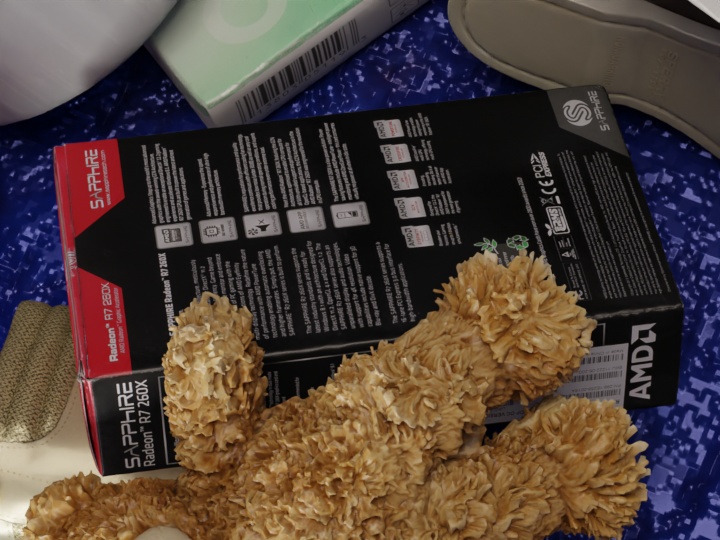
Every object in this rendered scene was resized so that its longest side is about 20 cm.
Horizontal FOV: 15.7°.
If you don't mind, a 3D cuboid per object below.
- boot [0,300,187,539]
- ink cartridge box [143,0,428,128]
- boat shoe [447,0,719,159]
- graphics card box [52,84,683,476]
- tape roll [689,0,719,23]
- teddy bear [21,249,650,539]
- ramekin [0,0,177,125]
[{"bbox_3d":[-0.063,0.106,0.891,0.155,0.073,0.201,5,68,3],"label":"boot"},{"bbox_3d":[-0.047,-0.171,0.999,0.161,0.050,0.200,-36,74,-7],"label":"ink cartridge box"},{"bbox_3d":[0.132,-0.079,0.938,0.199,0.072,0.060,22,57,3],"label":"boat shoe"},{"bbox_3d":[0.000,0.000,0.888,0.199,0.051,0.126,-8,41,-6],"label":"graphics card box"},{"bbox_3d":[0.171,-0.150,0.866,0.202,0.203,0.139,38,110,16],"label":"tape roll"},{"bbox_3d":[-0.007,0.074,0.809,0.199,0.067,0.146,-10,110,-5],"label":"teddy bear"},{"bbox_3d":[-0.145,-0.150,0.947,0.200,0.098,0.201,-12,62,23],"label":"ramekin"}]
